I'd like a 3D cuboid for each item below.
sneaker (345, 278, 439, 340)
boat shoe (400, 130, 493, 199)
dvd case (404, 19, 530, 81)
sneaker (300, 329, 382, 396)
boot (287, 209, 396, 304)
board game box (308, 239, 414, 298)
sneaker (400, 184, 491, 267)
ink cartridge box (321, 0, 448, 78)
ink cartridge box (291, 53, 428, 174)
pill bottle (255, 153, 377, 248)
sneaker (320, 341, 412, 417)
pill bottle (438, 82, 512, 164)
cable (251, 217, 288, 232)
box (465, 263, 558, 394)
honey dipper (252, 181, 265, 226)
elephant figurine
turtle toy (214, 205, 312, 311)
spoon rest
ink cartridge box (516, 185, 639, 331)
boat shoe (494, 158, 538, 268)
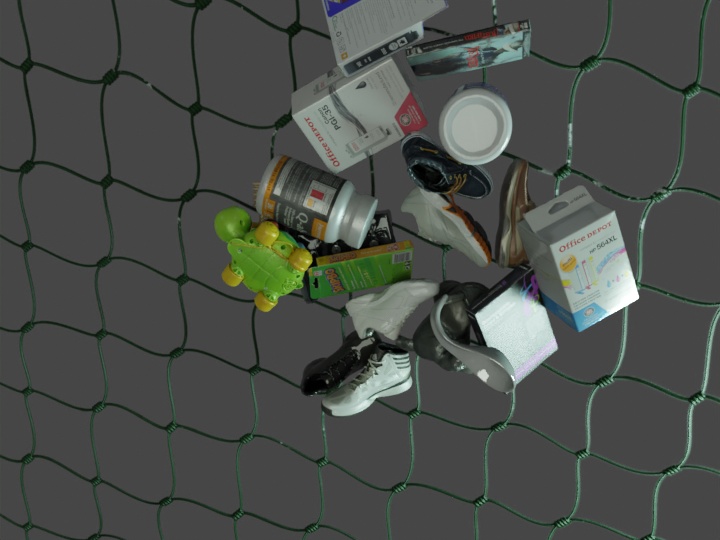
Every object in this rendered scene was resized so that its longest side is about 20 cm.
[{"bbox_3d":[0.070,0.077,1.340,0.198,0.077,0.101,-21,81,31],"label":"sneaker"},{"bbox_3d":[0.154,-0.159,1.230,0.198,0.092,0.071,25,127,-23],"label":"boat shoe"},{"bbox_3d":[0.179,-0.359,1.164,0.196,0.146,0.022,-10,88,12],"label":"dvd case"},{"bbox_3d":[-0.039,0.192,1.407,0.199,0.091,0.076,-38,96,17],"label":"sneaker"},{"bbox_3d":[-0.026,-0.024,1.356,0.196,0.066,0.167,-11,119,2],"label":"boot"},{"bbox_3d":[0.000,0.000,1.313,0.196,0.030,0.096,-13,143,-11],"label":"board game box"},{"bbox_3d":[0.158,-0.076,1.303,0.092,0.076,0.201,-41,89,27],"label":"sneaker"},{"bbox_3d":[0.036,-0.442,1.156,0.197,0.043,0.201,-22,62,19],"label":"ink cartridge box"},{"bbox_3d":[-0.003,-0.278,1.228,0.198,0.084,0.147,-26,128,16],"label":"ink cartridge box"},{"bbox_3d":[-0.077,-0.119,1.256,0.197,0.116,0.118,23,110,5],"label":"pill bottle"},{"bbox_3d":[0.009,0.198,1.365,0.198,0.076,0.117,-19,122,-24],"label":"sneaker"},{"bbox_3d":[0.190,-0.249,1.167,0.113,0.200,0.118,3,110,10],"label":"pill bottle"},{"bbox_3d":[-0.155,-0.089,1.356,0.200,0.050,0.097,-42,91,20],"label":"cable"},{"bbox_3d":[0.278,0.107,1.286,0.142,0.036,0.202,-36,123,-16],"label":"box"},{"bbox_3d":[-0.187,-0.065,1.334,0.037,0.038,0.204,4,99,9],"label":"honey dipper"},{"bbox_3d":[0.185,0.077,1.323,0.153,0.141,0.203,6,105,-37],"label":"elephant figurine"},{"bbox_3d":[-0.179,-0.034,1.269,0.199,0.102,0.146,39,115,-13],"label":"turtle toy"},{"bbox_3d":[0.191,0.137,1.226,0.060,0.099,0.200,-40,85,-23],"label":"spoon rest"},{"bbox_3d":[0.366,-0.027,1.210,0.127,0.125,0.202,-28,114,-4],"label":"ink cartridge box"},{"bbox_3d":[0.287,-0.101,1.270,0.070,0.076,0.203,3,115,2],"label":"boat shoe"}]
